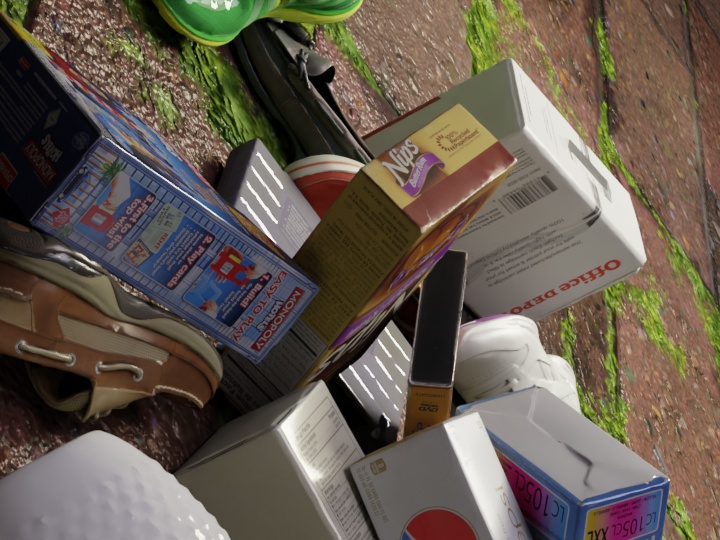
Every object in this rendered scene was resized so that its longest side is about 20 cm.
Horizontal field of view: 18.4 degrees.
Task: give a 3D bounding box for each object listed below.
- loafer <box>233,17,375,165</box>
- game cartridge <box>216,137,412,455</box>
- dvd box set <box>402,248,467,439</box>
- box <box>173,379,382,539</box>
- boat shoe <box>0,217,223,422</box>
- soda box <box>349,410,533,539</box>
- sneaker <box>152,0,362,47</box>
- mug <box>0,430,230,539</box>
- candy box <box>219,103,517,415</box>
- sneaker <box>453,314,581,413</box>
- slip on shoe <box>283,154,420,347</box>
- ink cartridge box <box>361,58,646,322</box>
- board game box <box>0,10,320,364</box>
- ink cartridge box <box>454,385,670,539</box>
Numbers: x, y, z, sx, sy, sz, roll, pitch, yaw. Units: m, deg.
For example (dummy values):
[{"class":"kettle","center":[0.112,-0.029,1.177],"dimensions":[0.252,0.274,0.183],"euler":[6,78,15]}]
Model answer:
[{"class":"loafer","center":[-0.031,-0.125,1.624],"dimensions":[0.201,0.063,0.072],"euler":[64,22,2]},{"class":"game cartridge","center":[-0.034,0.019,1.499],"dimensions":[0.200,0.038,0.130],"euler":[54,20,-22]},{"class":"dvd box set","center":[0.042,0.108,1.419],"dimensions":[0.147,0.029,0.201],"euler":[-79,175,-56]},{"class":"box","center":[-0.018,0.176,1.296],"dimensions":[0.201,0.077,0.095],"euler":[62,22,-4]},{"class":"boat shoe","center":[-0.147,0.040,1.180],"dimensions":[0.200,0.075,0.074],"euler":[38,73,-54]},{"class":"soda box","center":[0.069,0.187,1.282],"dimensions":[0.201,0.068,0.064],"euler":[67,21,6]},{"class":"sneaker","center":[-0.067,-0.212,1.563],"dimensions":[0.199,0.084,0.074],"euler":[-17,66,-42]},{"class":"mug","center":[-0.130,0.179,0.986],"dimensions":[0.200,0.148,0.176],"euler":[-27,84,-38]},{"class":"candy box","center":[0.000,0.000,1.335],"dimensions":[0.056,0.200,0.117],"euler":[45,41,7]},{"class":"sneaker","center":[0.124,0.097,1.709],"dimensions":[0.200,0.075,0.100],"euler":[33,36,-52]},{"class":"slip on shoe","center":[0.010,-0.009,1.584],"dimensions":[0.200,0.074,0.061],"euler":[52,27,-37]},{"class":"ink cartridge box","center":[0.114,-0.053,1.762],"dimensions":[0.200,0.144,0.084],"euler":[44,29,-41]},{"class":"board game box","center":[-0.124,-0.039,1.248],"dimensions":[0.200,0.062,0.200],"euler":[39,5,-35]},{"class":"ink cartridge box","center":[0.113,0.194,1.376],"dimensions":[0.136,0.076,0.201],"euler":[36,-50,50]}]
